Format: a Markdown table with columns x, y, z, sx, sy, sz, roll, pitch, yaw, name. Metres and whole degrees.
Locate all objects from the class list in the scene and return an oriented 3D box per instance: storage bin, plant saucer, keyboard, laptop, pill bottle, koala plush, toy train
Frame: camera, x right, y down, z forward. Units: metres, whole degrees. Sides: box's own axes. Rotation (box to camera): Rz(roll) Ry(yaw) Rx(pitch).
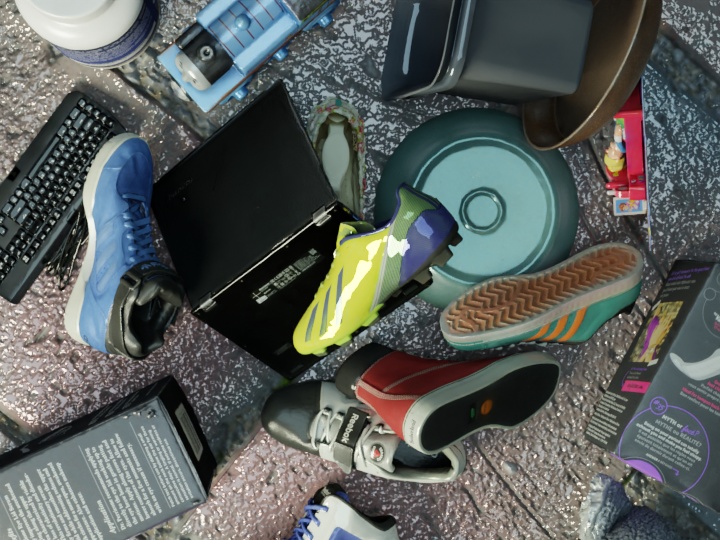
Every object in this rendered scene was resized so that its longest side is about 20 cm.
| x | y | z | sx | sy | sz | roll | pitch | yaw | name |
| --- | --- | --- | --- | --- | --- | --- | --- | --- | --- |
| 0.114 | -0.214 | 1.111 | 0.134 | 0.200 | 0.146 | 10 | 91 | -15 | storage bin |
| 0.114 | -0.056 | 1.186 | 0.199 | 0.036 | 0.201 | 0 | 92 | -4 | plant saucer |
| 0.209 | -0.196 | 1.110 | 0.034 | 0.200 | 0.201 | 21 | 90 | -17 | plant saucer |
| -0.286 | -0.063 | 1.159 | 0.104 | 0.040 | 0.200 | 34 | 90 | -3 | keyboard |
| -0.069 | -0.031 | 1.144 | 0.187 | 0.116 | 0.200 | -35 | 123 | 28 | laptop |
| -0.237 | -0.241 | 1.076 | 0.111 | 0.200 | 0.111 | 0 | 92 | -4 | pill bottle |
| 0.233 | 0.304 | 1.147 | 0.177 | 0.184 | 0.200 | 37 | 77 | -4 | koala plush |
| -0.094 | -0.228 | 1.128 | 0.200 | 0.114 | 0.087 | -41 | 93 | -2 | toy train |

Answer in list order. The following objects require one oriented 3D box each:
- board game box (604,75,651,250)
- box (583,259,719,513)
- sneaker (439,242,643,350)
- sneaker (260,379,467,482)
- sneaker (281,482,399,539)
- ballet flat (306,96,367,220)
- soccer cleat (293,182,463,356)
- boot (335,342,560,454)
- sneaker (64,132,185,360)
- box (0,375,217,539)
| x | y | z | sx | sy | sz | roll | pitch | yaw | name |
| --- | --- | --- | --- | --- | --- | --- | --- | --- | --- |
| 0.241 | -0.117 | 1.138 | 0.039 | 0.158 | 0.201 | -3 | 92 | 13 | board game box |
| 0.316 | 0.104 | 1.167 | 0.122 | 0.106 | 0.200 | 29 | 89 | -6 | box |
| 0.173 | 0.043 | 1.164 | 0.199 | 0.071 | 0.080 | -18 | 133 | -6 | sneaker |
| 0.005 | 0.152 | 1.160 | 0.199 | 0.089 | 0.074 | 12 | 92 | -2 | sneaker |
| -0.049 | 0.262 | 1.170 | 0.199 | 0.081 | 0.116 | -6 | 88 | -10 | sneaker |
| -0.028 | -0.063 | 1.163 | 0.075 | 0.064 | 0.201 | -3 | 92 | -4 | ballet flat |
| 0.001 | -0.001 | 1.064 | 0.084 | 0.065 | 0.200 | 45 | 123 | -6 | soccer cleat |
| 0.081 | 0.096 | 1.172 | 0.200 | 0.144 | 0.073 | -12 | 118 | -38 | boot |
| -0.199 | -0.018 | 1.124 | 0.111 | 0.077 | 0.201 | 17 | 95 | 36 | sneaker |
| -0.241 | 0.188 | 1.116 | 0.200 | 0.148 | 0.105 | -25 | 94 | -1 | box |
